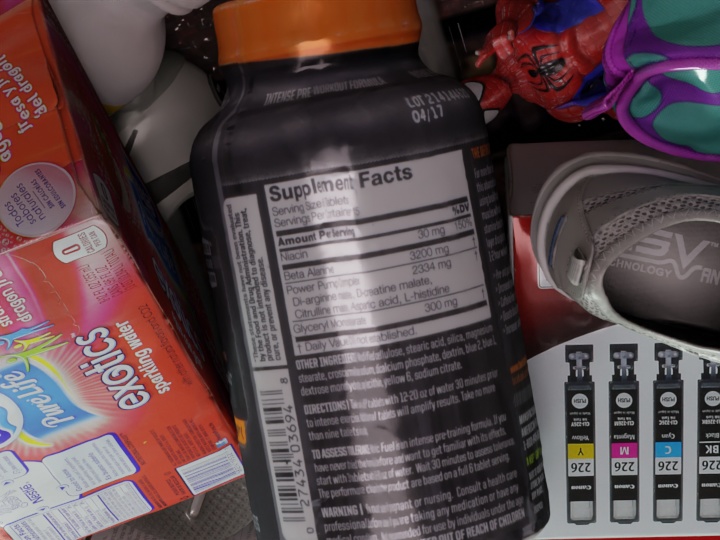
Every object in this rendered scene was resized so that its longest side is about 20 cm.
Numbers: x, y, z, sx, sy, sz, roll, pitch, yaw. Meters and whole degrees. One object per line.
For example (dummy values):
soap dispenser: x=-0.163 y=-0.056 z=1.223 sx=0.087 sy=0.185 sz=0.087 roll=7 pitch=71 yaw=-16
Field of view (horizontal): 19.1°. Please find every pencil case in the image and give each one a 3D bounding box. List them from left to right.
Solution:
pencil case: x=0.126 y=-0.141 z=0.707 sx=0.092 sy=0.085 sz=0.202 roll=7 pitch=75 yaw=-12

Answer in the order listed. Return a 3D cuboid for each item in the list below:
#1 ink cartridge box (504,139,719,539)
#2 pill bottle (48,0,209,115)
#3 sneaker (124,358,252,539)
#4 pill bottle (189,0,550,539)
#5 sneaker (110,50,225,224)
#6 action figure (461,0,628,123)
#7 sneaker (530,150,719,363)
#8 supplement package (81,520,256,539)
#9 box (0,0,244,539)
ink cartridge box: x=0.156 y=0.044 z=0.806 sx=0.198 sy=0.084 sz=0.177 roll=-2 pitch=112 yaw=5
pill bottle: x=-0.144 y=-0.086 z=0.759 sx=0.199 sy=0.113 sz=0.113 roll=-32 pitch=106 yaw=17
sneaker: x=-0.111 y=0.069 z=0.878 sx=0.199 sy=0.080 sz=0.071 roll=1 pitch=114 yaw=26
pill bottle: x=0.000 y=0.000 z=0.742 sx=0.105 sy=0.106 sz=0.202 roll=-9 pitch=94 yaw=8
sneaker: x=-0.125 y=-0.002 z=0.844 sx=0.200 sy=0.074 sz=0.089 roll=-39 pitch=108 yaw=14
action figure: x=0.115 y=-0.097 z=0.777 sx=0.199 sy=0.099 sz=0.065 roll=-29 pitch=106 yaw=18
sneaker: x=0.154 y=0.013 z=0.704 sx=0.198 sy=0.082 sz=0.075 roll=6 pitch=110 yaw=2
supplement package: x=-0.093 y=0.164 z=0.884 sx=0.199 sy=0.120 sz=0.122 roll=-16 pitch=111 yaw=11
box: x=-0.114 y=0.009 z=0.721 sx=0.099 sy=0.096 sz=0.200 roll=-21 pitch=150 yaw=1
